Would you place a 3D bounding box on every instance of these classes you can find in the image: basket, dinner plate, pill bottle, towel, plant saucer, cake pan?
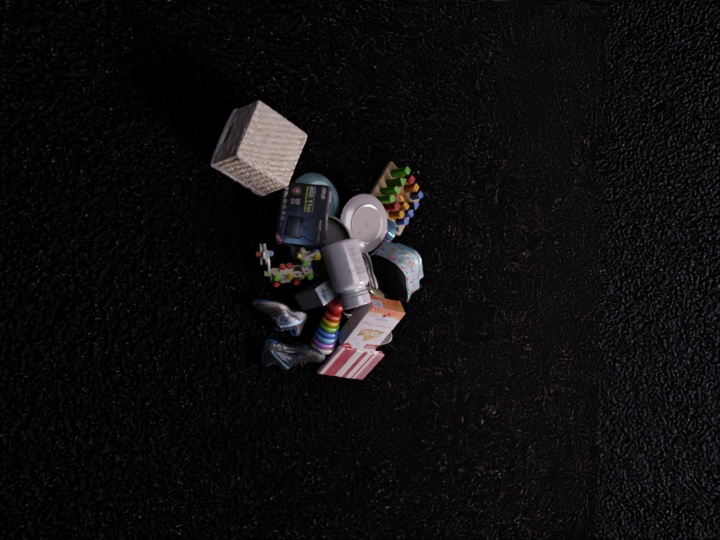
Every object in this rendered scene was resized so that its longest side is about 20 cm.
[{"bbox_3d":[-0.292,-0.352,1.533,0.200,0.161,0.198,30,71,-38],"label":"basket"},{"bbox_3d":[0.018,-0.159,1.773,0.200,0.024,0.200,-6,100,-35],"label":"dinner plate"},{"bbox_3d":[-0.038,0.011,1.588,0.114,0.114,0.200,-15,88,-39],"label":"pill bottle"},{"bbox_3d":[-0.033,0.315,1.791,0.200,0.023,0.144,17,123,-38],"label":"towel"},{"bbox_3d":[-0.142,-0.225,1.738,0.200,0.036,0.200,0,91,-40],"label":"plant saucer"},{"bbox_3d":[-0.125,-0.081,1.685,0.200,0.037,0.200,0,90,2],"label":"cake pan"}]

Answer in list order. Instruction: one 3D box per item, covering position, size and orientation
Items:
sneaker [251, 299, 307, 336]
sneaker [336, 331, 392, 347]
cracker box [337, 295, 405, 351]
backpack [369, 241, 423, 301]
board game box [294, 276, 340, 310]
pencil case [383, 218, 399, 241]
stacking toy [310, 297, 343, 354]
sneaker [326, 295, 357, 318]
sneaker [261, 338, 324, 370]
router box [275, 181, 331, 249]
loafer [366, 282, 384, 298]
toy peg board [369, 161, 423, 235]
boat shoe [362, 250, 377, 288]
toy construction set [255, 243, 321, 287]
[{"bbox_3d":[-0.251,0.144,1.626,0.200,0.073,0.082,26,75,-36],"label":"sneaker"},{"bbox_3d":[0.005,0.250,1.847,0.200,0.106,0.075,-5,78,-11],"label":"sneaker"},{"bbox_3d":[0.033,0.174,1.696,0.134,0.200,0.058,13,39,-32],"label":"cracker box"},{"bbox_3d":[0.125,-0.010,1.839,0.151,0.177,0.200,-49,145,-22],"label":"backpack"},{"bbox_3d":[-0.096,0.047,1.702,0.200,0.148,0.064,-35,101,-33],"label":"board game box"},{"bbox_3d":[0.037,-0.159,1.854,0.200,0.085,0.092,17,53,-38],"label":"pencil case"},{"bbox_3d":[-0.098,0.173,1.684,0.085,0.085,0.200,-12,134,-39],"label":"stacking toy"},{"bbox_3d":[-0.026,0.130,1.801,0.200,0.090,0.067,27,74,-37],"label":"sneaker"},{"bbox_3d":[-0.213,0.269,1.641,0.200,0.073,0.082,12,92,-16],"label":"sneaker"},{"bbox_3d":[-0.176,-0.170,1.636,0.150,0.062,0.200,6,84,5],"label":"router box"},{"bbox_3d":[0.043,0.079,1.780,0.200,0.070,0.075,63,16,-64],"label":"loafer"},{"bbox_3d":[0.151,-0.269,1.939,0.199,0.098,0.200,43,65,-31],"label":"toy peg board"},{"bbox_3d":[-0.002,0.000,1.831,0.066,0.074,0.200,-42,126,-37],"label":"boat shoe"},{"bbox_3d":[-0.223,-0.018,1.608,0.200,0.131,0.092,6,44,-6],"label":"toy construction set"}]
